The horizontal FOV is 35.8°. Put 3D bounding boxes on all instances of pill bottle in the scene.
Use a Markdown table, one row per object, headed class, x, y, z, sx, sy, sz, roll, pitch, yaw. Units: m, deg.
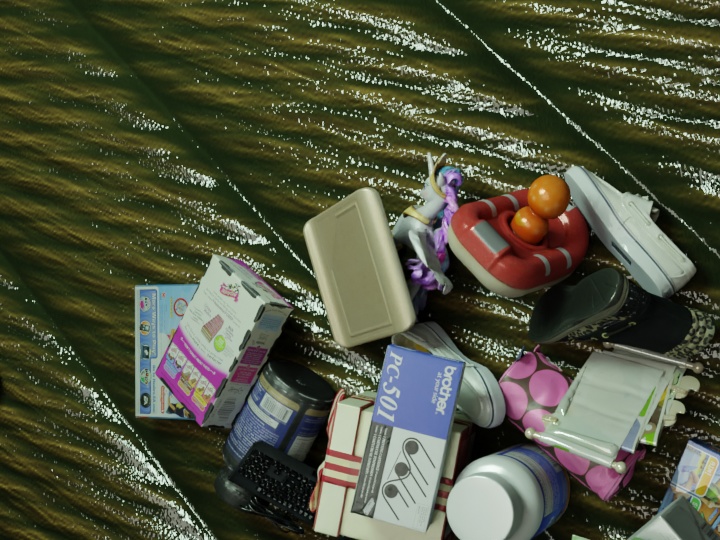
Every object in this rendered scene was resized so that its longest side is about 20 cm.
| class | x | y | z | sx | sy | sz | roll | pitch | yaw |
| --- | --- | --- | --- | --- | --- | --- | --- | --- | --- |
| pill bottle | -0.125 | 0.234 | 1.556 | 0.112 | 0.112 | 0.201 | 35 | 104 | 25 |
| pill bottle | 0.175 | 0.274 | 1.338 | 0.111 | 0.200 | 0.113 | 0 | 89 | 26 |

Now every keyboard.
| class | x | y | z | sx | sy | sz | roll | pitch | yaw |
| --- | --- | --- | --- | --- | --- | --- | --- | --- | --- |
| keyboard | -0.085 | 0.318 | 1.509 | 0.199 | 0.040 | 0.104 | 31 | 108 | -15 |

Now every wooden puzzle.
| class | x | y | z | sx | sy | sz | roll | pitch | yaw |
| --- | --- | --- | --- | --- | --- | --- | --- | --- | --- |
| wooden puzzle | 0.000 | 0.000 | 1.462 | 0.200 | 0.037 | 0.187 | -22 | 83 | 61 |

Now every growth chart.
| class | x | y | z | sx | sy | sz | roll | pitch | yaw |
| --- | --- | --- | --- | --- | --- | --- | --- | --- | --- |
| growth chart | 0.305 | 0.153 | 1.306 | 0.144 | 0.200 | 0.018 | 23 | 142 | 33 |

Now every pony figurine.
| class | x | y | z | sx | sy | sz | roll | pitch | yaw |
| --- | --- | --- | --- | --- | --- | --- | --- | --- | --- |
| pony figurine | 0.090 | -0.026 | 1.438 | 0.200 | 0.166 | 0.194 | -51 | 55 | 35 |

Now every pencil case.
| class | x | y | z | sx | sy | sz | roll | pitch | yaw |
| --- | --- | --- | --- | --- | --- | --- | --- | --- | --- |
| pencil case | 0.257 | 0.185 | 1.368 | 0.093 | 0.091 | 0.200 | -38 | 67 | -22 |

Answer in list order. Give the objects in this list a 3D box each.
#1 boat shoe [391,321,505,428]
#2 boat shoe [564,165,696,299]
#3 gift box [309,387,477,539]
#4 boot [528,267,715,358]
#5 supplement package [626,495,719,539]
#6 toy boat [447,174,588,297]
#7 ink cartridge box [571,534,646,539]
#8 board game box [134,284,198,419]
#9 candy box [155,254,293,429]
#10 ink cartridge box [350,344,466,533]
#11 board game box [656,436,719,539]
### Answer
| class | x | y | z | sx | sy | sz | roll | pitch | yaw |
| --- | --- | --- | --- | --- | --- | --- | --- | --- | --- |
| boat shoe | 0.099 | 0.133 | 1.411 | 0.202 | 0.085 | 0.075 | 49 | 136 | 44 |
| boat shoe | 0.329 | -0.058 | 1.350 | 0.070 | 0.071 | 0.201 | -34 | 67 | -5 |
| gift box | 0.040 | 0.260 | 1.430 | 0.185 | 0.200 | 0.186 | 11 | 87 | 13 |
| boot | 0.305 | 0.067 | 1.330 | 0.203 | 0.153 | 0.074 | -34 | 38 | 64 |
| supplement package | 0.322 | 0.373 | 1.263 | 0.200 | 0.119 | 0.121 | -47 | 71 | 20 |
| toy boat | 0.206 | -0.058 | 1.329 | 0.131 | 0.199 | 0.131 | 48 | 126 | 21 |
| ink cartridge box | 0.316 | 0.348 | 1.164 | 0.198 | 0.059 | 0.105 | 12 | 96 | 26 |
| board game box | -0.244 | 0.120 | 1.656 | 0.194 | 0.056 | 0.202 | -1 | 88 | 28 |
| candy box | -0.192 | 0.099 | 1.547 | 0.136 | 0.061 | 0.201 | 40 | 108 | 39 |
| ink cartridge box | 0.057 | 0.195 | 1.308 | 0.093 | 0.044 | 0.202 | 12 | 90 | 10 |
| board game box | 0.411 | 0.316 | 1.303 | 0.135 | 0.034 | 0.202 | 26 | 102 | 27 |
